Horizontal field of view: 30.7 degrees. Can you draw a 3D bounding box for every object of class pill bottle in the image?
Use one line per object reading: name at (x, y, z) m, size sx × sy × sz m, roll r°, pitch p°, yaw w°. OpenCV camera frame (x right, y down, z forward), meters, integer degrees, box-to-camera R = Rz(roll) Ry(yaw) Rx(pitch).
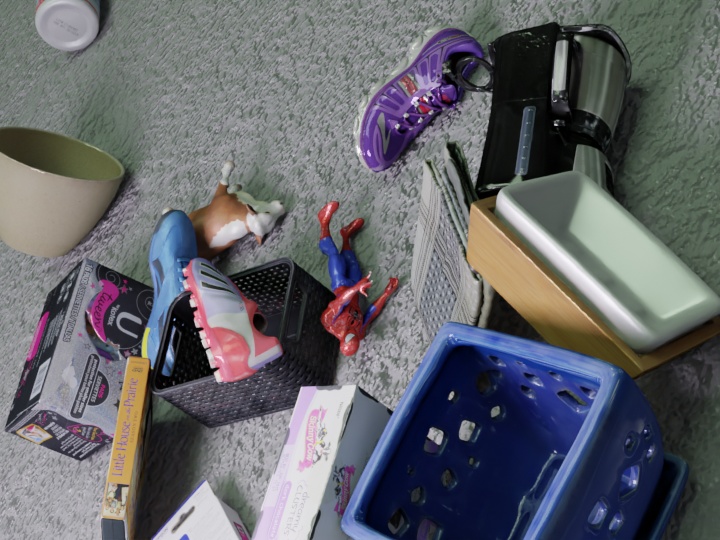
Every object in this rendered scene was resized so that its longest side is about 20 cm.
pill bottle at (-0.509, -0.484, 2.287) m, size 0.108 × 0.109 × 0.201 m, roll -33°, pitch 42°, yaw 22°

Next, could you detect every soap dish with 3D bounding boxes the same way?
soap dish at (0.196, 0.009, 1.109) m, size 0.200 × 0.157 × 0.082 m, roll 47°, pitch 125°, yaw 22°

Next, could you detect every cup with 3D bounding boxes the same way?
cup at (-0.455, -0.105, 1.891) m, size 0.200 × 0.199 × 0.144 m, roll 45°, pitch 121°, yaw 52°

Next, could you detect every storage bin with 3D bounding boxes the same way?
storage bin at (-0.127, 0.083, 1.466) m, size 0.199 × 0.094 × 0.136 m, roll -17°, pitch 49°, yaw 35°

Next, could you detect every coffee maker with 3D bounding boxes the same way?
coffee maker at (0.172, -0.127, 1.308) m, size 0.191 × 0.134 × 0.202 m, roll -16°, pitch 51°, yaw 42°

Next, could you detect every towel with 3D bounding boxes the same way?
towel at (0.085, 0.004, 1.267) m, size 0.194 × 0.034 × 0.201 m, roll -103°, pitch 17°, yaw -45°

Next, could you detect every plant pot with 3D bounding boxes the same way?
plant pot at (0.136, 0.181, 1.053) m, size 0.199 × 0.180 × 0.201 m, roll 14°, pitch 70°, yaw 49°

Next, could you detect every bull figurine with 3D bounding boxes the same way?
bull figurine at (-0.184, -0.061, 1.663) m, size 0.199 × 0.065 × 0.122 m, roll -29°, pitch 40°, yaw 23°

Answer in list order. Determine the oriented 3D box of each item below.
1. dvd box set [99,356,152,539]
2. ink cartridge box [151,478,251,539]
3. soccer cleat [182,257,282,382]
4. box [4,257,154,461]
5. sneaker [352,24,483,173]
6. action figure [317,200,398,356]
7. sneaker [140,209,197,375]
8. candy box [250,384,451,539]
dvd box set at (-0.261, 0.220, 1.469) m, size 0.029 × 0.147 × 0.201 m, roll 6°, pitch 52°, yaw -4°
ink cartridge box at (-0.149, 0.313, 1.352) m, size 0.095 × 0.037 × 0.200 m, roll -48°, pitch 41°, yaw 6°
soccer cleat at (-0.139, 0.047, 1.395) m, size 0.076 × 0.067 × 0.200 m, roll -17°, pitch 34°, yaw -8°
box at (-0.340, 0.111, 1.618) m, size 0.132 × 0.114 × 0.202 m, roll -33°, pitch 39°, yaw 49°
sneaker at (0.067, -0.198, 1.511) m, size 0.083 × 0.081 × 0.201 m, roll 30°, pitch 83°, yaw 46°
action figure at (0.000, 0.000, 1.425) m, size 0.099 × 0.065 × 0.201 m, roll -35°, pitch 40°, yaw 33°
sneaker at (-0.215, 0.028, 1.586) m, size 0.078 × 0.066 × 0.202 m, roll 2°, pitch 85°, yaw 45°
candy box at (0.009, 0.218, 1.136) m, size 0.071 × 0.200 × 0.169 m, roll -5°, pitch 56°, yaw 42°
